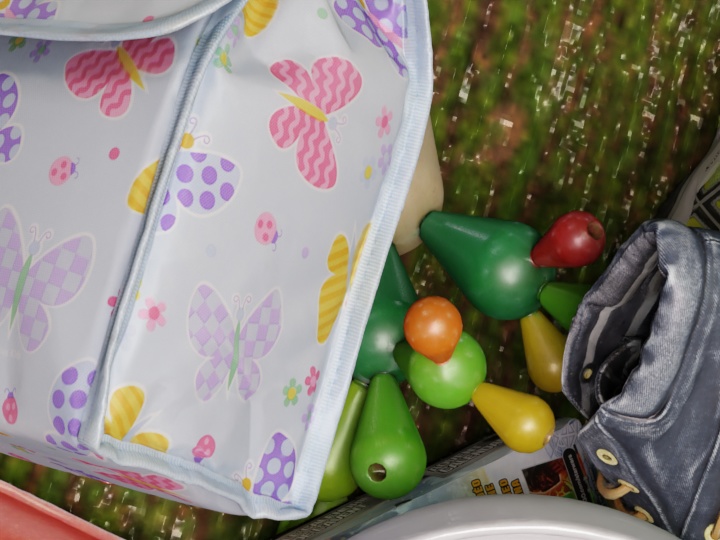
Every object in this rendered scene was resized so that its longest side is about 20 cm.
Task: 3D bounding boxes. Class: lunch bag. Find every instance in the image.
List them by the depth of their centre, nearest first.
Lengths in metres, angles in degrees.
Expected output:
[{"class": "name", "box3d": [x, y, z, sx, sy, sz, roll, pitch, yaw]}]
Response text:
[{"class": "lunch bag", "box3d": [-0.079, -0.040, 0.808, 0.127, 0.169, 0.201, 29, 77, -46]}]

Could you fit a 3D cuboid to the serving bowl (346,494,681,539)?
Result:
[{"class": "serving bowl", "box3d": [0.047, 0.153, 0.816, 0.198, 0.066, 0.202, 0, 114, 0]}]

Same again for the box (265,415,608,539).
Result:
[{"class": "box", "box3d": [0.045, 0.169, 0.898, 0.136, 0.040, 0.201, -22, 99, -23]}]

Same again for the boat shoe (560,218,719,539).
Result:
[{"class": "boat shoe", "box3d": [0.100, 0.061, 0.826, 0.090, 0.071, 0.201, 7, 128, -17]}]

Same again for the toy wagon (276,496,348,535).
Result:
[{"class": "toy wagon", "box3d": [0.010, 0.177, 0.926, 0.155, 0.040, 0.201, 33, 77, -20]}]

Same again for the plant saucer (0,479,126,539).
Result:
[{"class": "plant saucer", "box3d": [-0.177, 0.154, 0.845, 0.199, 0.037, 0.201, 28, 79, -20]}]

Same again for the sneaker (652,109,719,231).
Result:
[{"class": "sneaker", "box3d": [0.164, -0.024, 0.976, 0.075, 0.076, 0.201, 19, 83, -24]}]

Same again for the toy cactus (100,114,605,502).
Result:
[{"class": "toy cactus", "box3d": [0.000, 0.000, 0.884, 0.102, 0.199, 0.166, 50, 33, -49]}]
